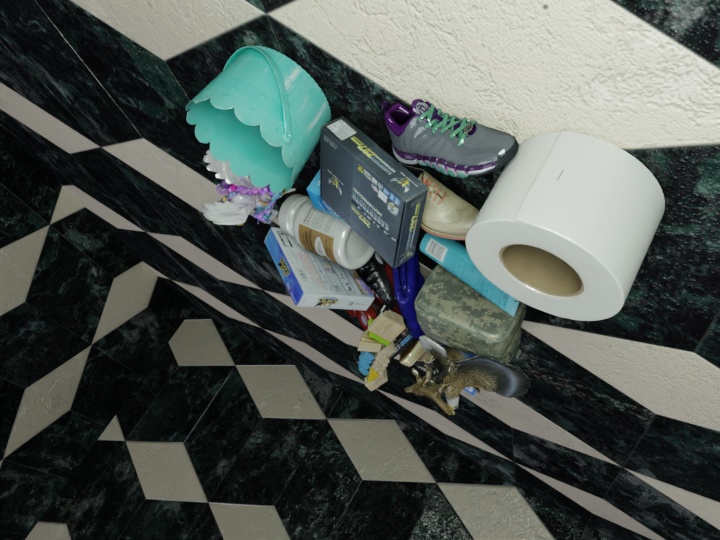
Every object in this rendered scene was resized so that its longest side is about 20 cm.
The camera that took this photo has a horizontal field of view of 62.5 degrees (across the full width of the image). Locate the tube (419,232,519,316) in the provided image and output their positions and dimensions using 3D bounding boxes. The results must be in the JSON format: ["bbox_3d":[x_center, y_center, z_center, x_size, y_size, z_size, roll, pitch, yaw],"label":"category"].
[{"bbox_3d":[0.190,-0.002,1.018,0.200,0.050,0.078,39,152,28],"label":"tube"}]

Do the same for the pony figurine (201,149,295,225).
[{"bbox_3d":[-0.255,-0.161,1.300,0.192,0.168,0.200,5,166,-21],"label":"pony figurine"}]

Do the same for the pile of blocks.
[{"bbox_3d":[0.030,0.152,1.212,0.081,0.062,0.201,8,123,-10],"label":"pile of blocks"}]

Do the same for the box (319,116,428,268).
[{"bbox_3d":[0.013,-0.122,0.937,0.200,0.051,0.158,46,153,25],"label":"box"}]

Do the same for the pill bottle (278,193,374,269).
[{"bbox_3d":[-0.069,-0.086,1.189,0.199,0.115,0.115,24,160,38],"label":"pill bottle"}]

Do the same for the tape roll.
[{"bbox_3d":[0.250,-0.051,0.737,0.202,0.140,0.203,29,160,12],"label":"tape roll"}]

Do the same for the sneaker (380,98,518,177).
[{"bbox_3d":[0.105,-0.177,0.768,0.199,0.075,0.088,15,149,44],"label":"sneaker"}]

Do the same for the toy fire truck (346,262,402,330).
[{"bbox_3d":[0.026,0.029,1.337,0.200,0.112,0.169,38,145,53],"label":"toy fire truck"}]

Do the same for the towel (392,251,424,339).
[{"bbox_3d":[0.105,0.037,1.198,0.049,0.149,0.200,-10,152,11],"label":"towel"}]

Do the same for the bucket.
[{"bbox_3d":[-0.154,-0.237,0.930,0.206,0.135,0.207,29,160,11],"label":"bucket"}]

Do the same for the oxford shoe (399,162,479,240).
[{"bbox_3d":[0.107,-0.111,0.927,0.199,0.071,0.075,26,158,19],"label":"oxford shoe"}]

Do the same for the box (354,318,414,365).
[{"bbox_3d":[0.089,0.153,1.390,0.050,0.198,0.200,51,162,3],"label":"box"}]

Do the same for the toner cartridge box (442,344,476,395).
[{"bbox_3d":[0.224,0.173,1.266,0.095,0.200,0.043,30,119,3],"label":"toner cartridge box"}]

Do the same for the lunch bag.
[{"bbox_3d":[0.211,0.093,1.141,0.199,0.140,0.168,21,152,27],"label":"lunch bag"}]

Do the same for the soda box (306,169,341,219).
[{"bbox_3d":[0.006,-0.120,1.065,0.199,0.068,0.064,25,160,23],"label":"soda box"}]

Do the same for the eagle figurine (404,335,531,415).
[{"bbox_3d":[0.181,0.188,1.061,0.152,0.199,0.151,58,144,29],"label":"eagle figurine"}]

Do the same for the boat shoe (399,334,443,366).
[{"bbox_3d":[0.153,0.169,1.309,0.072,0.200,0.065,-42,83,33],"label":"boat shoe"}]

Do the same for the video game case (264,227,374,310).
[{"bbox_3d":[-0.088,-0.002,1.257,0.180,0.046,0.201,5,-140,-38],"label":"video game case"}]

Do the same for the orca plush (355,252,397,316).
[{"bbox_3d":[0.000,0.000,1.216,0.105,0.071,0.201,-41,62,52],"label":"orca plush"}]
